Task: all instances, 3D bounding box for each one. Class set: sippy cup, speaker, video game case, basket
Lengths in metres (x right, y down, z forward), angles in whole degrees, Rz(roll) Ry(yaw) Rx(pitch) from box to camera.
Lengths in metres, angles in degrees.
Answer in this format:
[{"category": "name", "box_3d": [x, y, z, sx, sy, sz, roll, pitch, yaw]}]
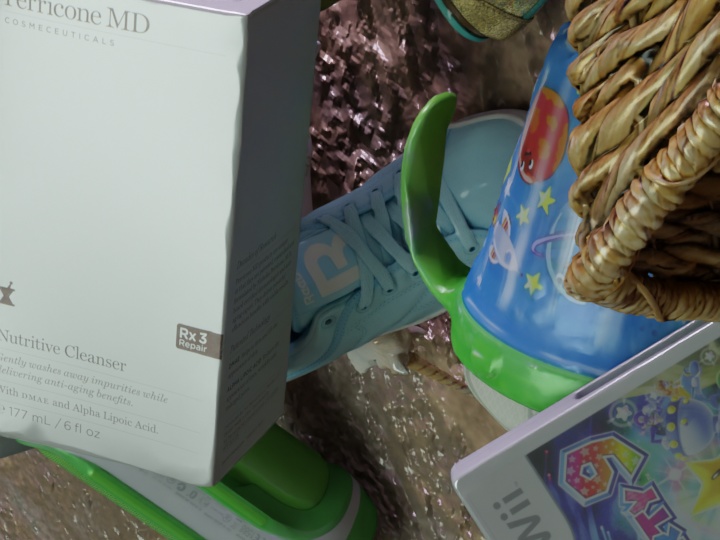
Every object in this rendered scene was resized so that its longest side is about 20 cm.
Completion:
[{"category": "sippy cup", "box_3d": [0.110, -0.023, 0.750, 0.140, 0.177, 0.131, -108, 25, -66]}, {"category": "speaker", "box_3d": [-0.089, 0.094, 1.005, 0.200, 0.089, 0.088, 37, 145, -17]}, {"category": "video game case", "box_3d": [0.153, 0.079, 0.700, 0.143, 0.200, 0.018, 57, -174, -10]}, {"category": "basket", "box_3d": [0.168, -0.062, 0.566, 0.143, 0.200, 0.149, -13, 73, 49]}]

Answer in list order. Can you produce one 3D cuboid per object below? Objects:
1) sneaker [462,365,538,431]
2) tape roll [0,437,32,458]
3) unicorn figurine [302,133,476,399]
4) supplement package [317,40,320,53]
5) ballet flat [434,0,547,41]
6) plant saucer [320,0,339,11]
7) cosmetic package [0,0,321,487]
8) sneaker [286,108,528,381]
[{"category": "sneaker", "box_3d": [0.111, 0.062, 0.793, 0.200, 0.081, 0.075, 27, 101, 41]}, {"category": "tape roll", "box_3d": [-0.222, 0.040, 1.105, 0.200, 0.200, 0.066, 14, 121, 45]}, {"category": "unicorn figurine", "box_3d": [-0.042, -0.012, 0.965, 0.137, 0.074, 0.200, -17, 90, 41]}, {"category": "supplement package", "box_3d": [-0.144, -0.083, 0.956, 0.200, 0.111, 0.156, 29, 99, 44]}, {"category": "ballet flat", "box_3d": [0.021, -0.187, 0.817, 0.200, 0.071, 0.071, 56, 141, 13]}, {"category": "plant saucer", "box_3d": [-0.058, -0.197, 0.801, 0.200, 0.031, 0.201, 2, 94, 25]}, {"category": "cosmetic package", "box_3d": [-0.085, -0.027, 0.794, 0.113, 0.081, 0.200, 11, 115, 17]}, {"category": "sneaker", "box_3d": [0.000, 0.000, 0.864, 0.200, 0.082, 0.074, -37, 85, 20]}]
